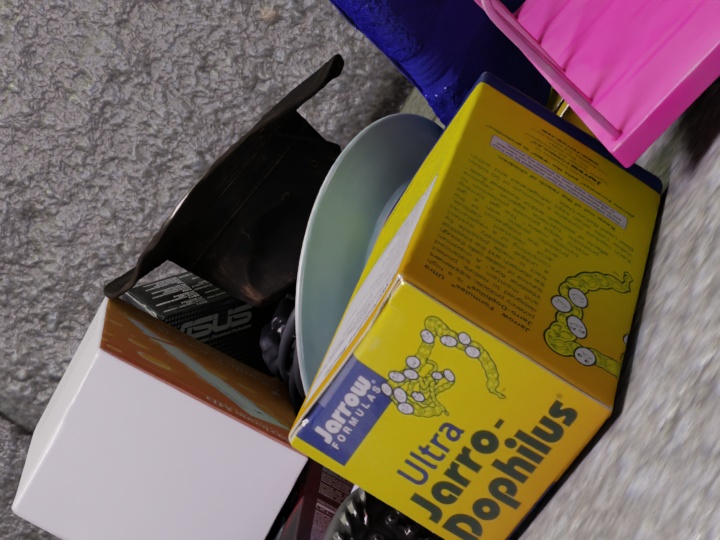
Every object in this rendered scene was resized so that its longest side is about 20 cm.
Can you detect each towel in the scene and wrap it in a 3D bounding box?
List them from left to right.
[{"bbox_3d":[0.042,-0.167,1.130,0.049,0.200,0.148,-9,45,44],"label":"towel"}]

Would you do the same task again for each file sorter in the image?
[{"bbox_3d":[0.111,-0.172,1.002,0.139,0.125,0.200,-45,25,9],"label":"file sorter"}]

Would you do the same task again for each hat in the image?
[{"bbox_3d":[-0.057,-0.030,1.194,0.201,0.081,0.201,-45,3,3],"label":"hat"}]

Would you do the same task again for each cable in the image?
[{"bbox_3d":[0.000,0.000,1.184,0.164,0.051,0.200,-54,3,5],"label":"cable"}]

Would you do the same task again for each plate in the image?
[{"bbox_3d":[0.031,0.016,1.106,0.025,0.201,0.201,4,52,34],"label":"plate"}]

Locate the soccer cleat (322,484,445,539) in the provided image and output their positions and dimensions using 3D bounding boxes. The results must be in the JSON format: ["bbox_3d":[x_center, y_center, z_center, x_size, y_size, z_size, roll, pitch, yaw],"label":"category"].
[{"bbox_3d":[0.019,0.125,0.978,0.073,0.068,0.200,-58,1,32],"label":"soccer cleat"}]

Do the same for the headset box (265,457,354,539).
[{"bbox_3d":[-0.034,0.184,1.083,0.149,0.077,0.200,-58,7,15],"label":"headset box"}]

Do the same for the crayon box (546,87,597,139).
[{"bbox_3d":[0.130,-0.094,1.226,0.127,0.051,0.200,-58,5,17],"label":"crayon box"}]

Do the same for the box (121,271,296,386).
[{"bbox_3d":[-0.076,0.080,1.353,0.199,0.047,0.194,-16,-50,-39],"label":"box"}]

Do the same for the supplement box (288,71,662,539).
[{"bbox_3d":[0.059,0.016,0.948,0.109,0.109,0.200,-56,5,34],"label":"supplement box"}]

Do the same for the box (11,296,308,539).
[{"bbox_3d":[-0.110,0.095,1.119,0.098,0.124,0.200,-61,9,4],"label":"box"}]

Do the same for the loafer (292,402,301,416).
[{"bbox_3d":[-0.027,0.146,1.327,0.076,0.067,0.201,-121,46,-75],"label":"loafer"}]
